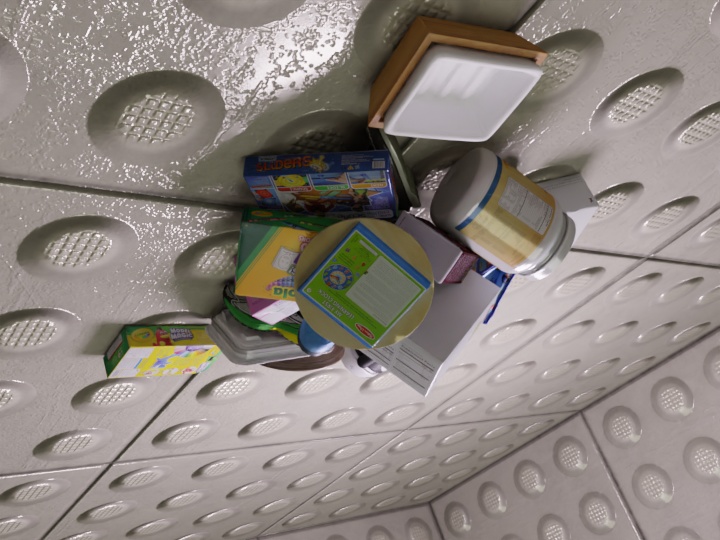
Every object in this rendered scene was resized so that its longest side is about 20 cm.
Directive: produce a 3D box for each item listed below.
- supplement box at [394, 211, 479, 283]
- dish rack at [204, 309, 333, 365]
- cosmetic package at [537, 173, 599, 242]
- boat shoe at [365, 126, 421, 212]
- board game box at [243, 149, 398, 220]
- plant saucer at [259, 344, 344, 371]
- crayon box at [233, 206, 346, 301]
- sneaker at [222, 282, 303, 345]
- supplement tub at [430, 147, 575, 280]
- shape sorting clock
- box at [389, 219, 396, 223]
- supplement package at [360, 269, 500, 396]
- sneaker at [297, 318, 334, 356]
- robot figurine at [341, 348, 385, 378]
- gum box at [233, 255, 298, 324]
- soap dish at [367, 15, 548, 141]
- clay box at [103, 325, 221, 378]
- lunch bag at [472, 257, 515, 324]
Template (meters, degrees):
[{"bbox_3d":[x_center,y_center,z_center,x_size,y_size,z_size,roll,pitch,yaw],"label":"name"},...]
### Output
[{"bbox_3d":[0.114,-0.032,1.222,0.061,0.109,0.200,-56,165,9],"label":"supplement box"},{"bbox_3d":[-0.163,0.106,1.407,0.200,0.172,0.044,-5,112,-31],"label":"dish rack"},{"bbox_3d":[0.356,-0.087,1.493,0.113,0.081,0.200,-13,151,-17],"label":"cosmetic package"},{"bbox_3d":[0.038,-0.146,1.153,0.060,0.072,0.201,-16,148,11],"label":"boat shoe"},{"bbox_3d":[-0.051,-0.115,1.110,0.199,0.035,0.135,-1,154,8],"label":"board game box"},{"bbox_3d":[-0.127,0.131,1.456,0.200,0.200,0.030,-5,113,-29],"label":"plant saucer"},{"bbox_3d":[-0.079,-0.017,1.144,0.199,0.058,0.119,7,117,-8],"label":"crayon box"},{"bbox_3d":[-0.139,0.059,1.341,0.199,0.078,0.085,19,123,2],"label":"sneaker"},{"bbox_3d":[0.227,-0.085,1.246,0.200,0.145,0.145,32,129,-19],"label":"supplement tub"},{"bbox_3d":[0.004,0.021,1.115,0.200,0.200,0.039,-24,-163,6],"label":"shape sorting clock"},{"bbox_3d":[0.000,0.000,1.374,0.200,0.044,0.160,-26,153,-6],"label":"box"},{"bbox_3d":[0.112,0.078,1.322,0.200,0.156,0.111,-45,162,-36],"label":"supplement package"},{"bbox_3d":[-0.029,0.054,1.254,0.200,0.066,0.078,-46,175,-39],"label":"sneaker"},{"bbox_3d":[0.047,0.144,1.639,0.200,0.125,0.150,-33,149,20],"label":"robot figurine"},{"bbox_3d":[-0.103,-0.007,1.260,0.200,0.114,0.066,-29,152,14],"label":"gum box"},{"bbox_3d":[0.121,-0.247,1.018,0.200,0.081,0.157,-2,147,-33],"label":"soap dish"},{"bbox_3d":[-0.354,0.148,1.438,0.200,0.048,0.115,2,145,-41],"label":"clay box"},{"bbox_3d":[0.254,-0.026,1.438,0.094,0.151,0.200,27,133,-7],"label":"lunch bag"}]
